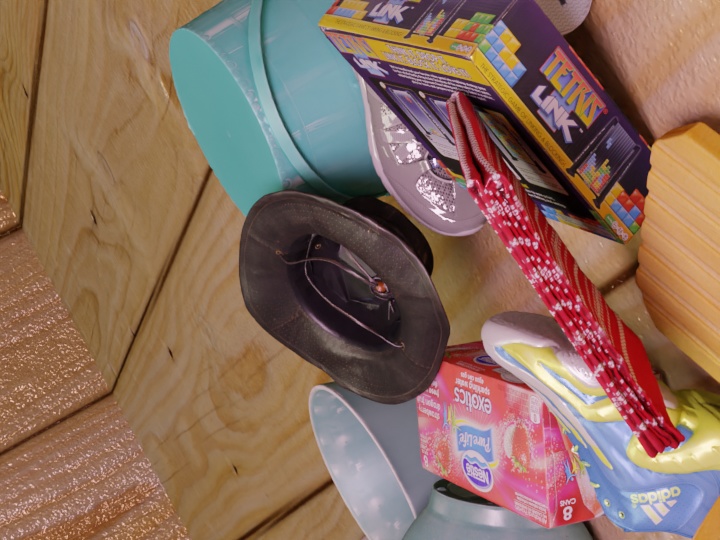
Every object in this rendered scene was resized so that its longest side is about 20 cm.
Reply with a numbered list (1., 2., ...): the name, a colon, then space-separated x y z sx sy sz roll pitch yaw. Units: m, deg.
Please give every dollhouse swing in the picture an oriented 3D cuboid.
1. dollhouse swing: 0.191 0.055 0.890 0.175 0.182 0.201 28 148 24

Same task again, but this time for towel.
1. towel: 0.113 0.000 0.923 0.201 0.022 0.145 54 -168 -20

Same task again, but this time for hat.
1. hat: 0.000 0.000 1.227 0.199 0.081 0.202 23 141 20

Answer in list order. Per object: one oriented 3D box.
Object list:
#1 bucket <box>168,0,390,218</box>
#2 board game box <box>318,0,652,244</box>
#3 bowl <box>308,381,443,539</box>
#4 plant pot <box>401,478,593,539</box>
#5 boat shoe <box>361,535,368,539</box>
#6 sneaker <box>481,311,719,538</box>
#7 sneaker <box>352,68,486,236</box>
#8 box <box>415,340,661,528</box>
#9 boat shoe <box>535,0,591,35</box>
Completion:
1. bucket: -0.049 -0.136 1.283 0.208 0.134 0.208 50 159 28
2. board game box: 0.081 -0.107 1.023 0.165 0.057 0.200 47 169 -29
3. bowl: 0.047 0.171 1.494 0.201 0.104 0.202 51 157 31
4. plant pot: 0.113 0.242 1.332 0.200 0.198 0.136 -164 76 -64
5. boat shoe: 0.014 0.360 1.895 0.066 0.074 0.200 35 161 12
6. sneaker: 0.154 0.106 1.035 0.198 0.076 0.106 26 108 18
7. sneaker: 0.040 -0.117 1.165 0.202 0.074 0.082 65 163 -5
8. box: 0.125 0.110 1.183 0.200 0.099 0.097 -166 70 -65
9. boat shoe: 0.068 -0.226 0.949 0.067 0.073 0.202 19 134 60
